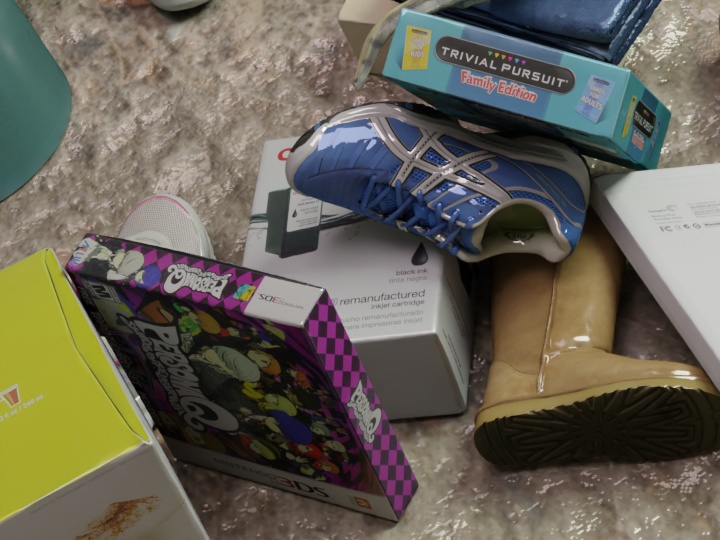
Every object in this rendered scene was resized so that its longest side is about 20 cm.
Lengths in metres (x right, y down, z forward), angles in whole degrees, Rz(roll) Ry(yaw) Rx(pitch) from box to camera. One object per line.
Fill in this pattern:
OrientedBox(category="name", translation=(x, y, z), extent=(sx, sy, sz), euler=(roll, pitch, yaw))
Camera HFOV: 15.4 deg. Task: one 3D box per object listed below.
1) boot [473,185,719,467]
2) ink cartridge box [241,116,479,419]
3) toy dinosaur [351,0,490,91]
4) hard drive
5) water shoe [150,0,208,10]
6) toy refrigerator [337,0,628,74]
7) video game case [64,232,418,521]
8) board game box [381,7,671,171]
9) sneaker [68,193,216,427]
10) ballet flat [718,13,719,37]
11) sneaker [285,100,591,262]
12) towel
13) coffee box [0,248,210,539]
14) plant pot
OrientedBox(category="boot", translation=(0.156, 0.025, 1.696), extent=(0.174, 0.066, 0.201), euler=(-4, 45, 17))
OrientedBox(category="ink cartridge box", translation=(0.000, 0.000, 1.769), extent=(0.146, 0.083, 0.201), euler=(-7, 46, 15))
OrientedBox(category="toy dinosaur", translation=(0.062, -0.198, 1.796), extent=(0.199, 0.048, 0.088), euler=(-31, 40, -7))
OrientedBox(category="hard drive", translation=(0.243, 0.002, 1.674), extent=(0.131, 0.027, 0.200), euler=(-6, 39, -21))
OrientedBox(category="water shoe", translation=(-0.150, -0.288, 2.107), extent=(0.071, 0.079, 0.201), euler=(-14, 45, 9))
OrientedBox(category="toy refrigerator", translation=(0.093, -0.177, 1.913), extent=(0.199, 0.070, 0.076), euler=(9, 59, 30))
OrientedBox(category="video game case", translation=(-0.072, 0.067, 1.652), extent=(0.180, 0.200, 0.036), euler=(13, 56, 31))
OrientedBox(category="board game box", translation=(0.112, -0.114, 1.715), extent=(0.150, 0.200, 0.047), euler=(17, 90, 14))
OrientedBox(category="sneaker", translation=(-0.155, 0.017, 1.813), extent=(0.081, 0.088, 0.201), euler=(-4, 47, 19))
OrientedBox(category="ballet flat", translation=(0.297, -0.113, 1.777), extent=(0.200, 0.069, 0.071), euler=(35, 87, 41))
OrientedBox(category="sneaker", translation=(0.051, -0.053, 1.687), extent=(0.199, 0.076, 0.077), euler=(6, 44, -5))
OrientedBox(category="towel", translation=(0.119, -0.210, 1.848), extent=(0.199, 0.049, 0.112), euler=(21, 67, 35))
OrientedBox(category="coffee box", translation=(-0.213, 0.149, 1.632), extent=(0.199, 0.198, 0.200), euler=(-28, 44, -5))
OrientedBox(category="plant pot", translation=(-0.339, -0.157, 2.002), extent=(0.199, 0.161, 0.201), euler=(-12, 45, 12))
